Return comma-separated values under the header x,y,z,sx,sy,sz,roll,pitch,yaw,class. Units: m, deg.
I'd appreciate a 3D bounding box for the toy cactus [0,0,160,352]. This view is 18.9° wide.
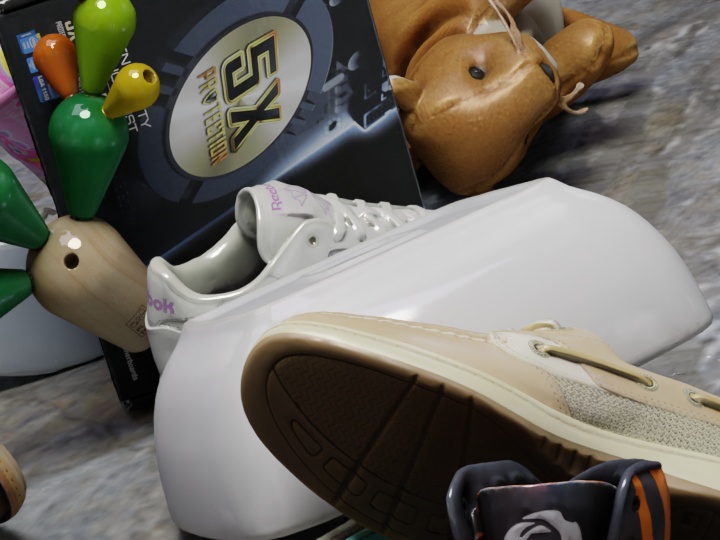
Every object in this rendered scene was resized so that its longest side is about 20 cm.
x,y,z,sx,sy,sz,roll,pitch,yaw,class
-0.137,-0.022,0.902,0.102,0.165,0.201,15,70,51,toy cactus

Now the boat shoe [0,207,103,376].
x,y,z,sx,sy,sz,roll,pitch,yaw,class
-0.133,-0.008,1.093,0.201,0.075,0.086,-18,21,-12,boat shoe

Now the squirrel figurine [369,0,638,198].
x,y,z,sx,sy,sz,roll,pitch,yaw,class
0.039,-0.092,1.148,0.199,0.142,0.187,-24,28,21,squirrel figurine

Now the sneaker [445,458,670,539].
x,y,z,sx,sy,sz,roll,pitch,yaw,class
0.042,0.117,0.582,0.077,0.113,0.200,-2,24,15,sneaker

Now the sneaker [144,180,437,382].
x,y,z,sx,sy,sz,roll,pitch,yaw,class
0.000,0.000,0.936,0.199,0.100,0.075,-23,29,-15,sneaker

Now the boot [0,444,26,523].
x,y,z,sx,sy,sz,roll,pitch,yaw,class
-0.248,0.125,0.883,0.199,0.073,0.167,0,38,34,boot

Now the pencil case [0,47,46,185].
x,y,z,sx,sy,sz,roll,pitch,yaw,class
-0.145,-0.082,1.130,0.087,0.200,0.088,-11,64,24,pencil case

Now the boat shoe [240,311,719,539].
x,y,z,sx,sy,sz,roll,pitch,yaw,class
0.059,0.053,0.693,0.199,0.072,0.065,18,39,-4,boat shoe

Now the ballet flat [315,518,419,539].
x,y,z,sx,sy,sz,roll,pitch,yaw,class
0.034,0.101,0.736,0.199,0.068,0.062,-25,-6,-33,ballet flat

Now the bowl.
x,y,z,sx,sy,sz,roll,pitch,yaw,class
0.015,0.026,0.816,0.199,0.075,0.200,-23,4,-16,bowl

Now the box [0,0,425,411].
x,y,z,sx,sy,sz,roll,pitch,yaw,class
-0.067,-0.061,0.999,0.163,0.201,0.086,-18,20,-8,box
